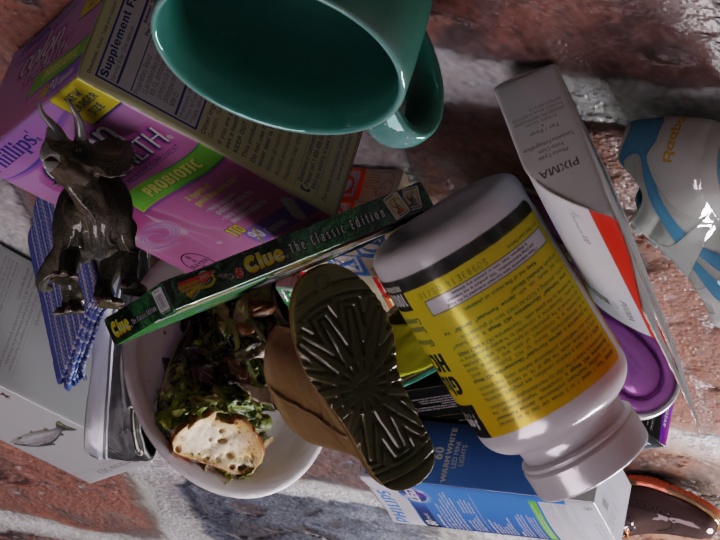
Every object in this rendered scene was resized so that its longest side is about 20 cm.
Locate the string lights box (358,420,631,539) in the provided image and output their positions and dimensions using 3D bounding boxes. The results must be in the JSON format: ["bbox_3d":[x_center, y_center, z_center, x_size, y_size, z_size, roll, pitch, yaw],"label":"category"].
[{"bbox_3d":[0.110,0.173,1.748,0.200,0.059,0.103,5,154,22],"label":"string lights box"}]

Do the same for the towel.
[{"bbox_3d":[-0.221,-0.006,1.632,0.024,0.145,0.200,-9,160,-19],"label":"towel"}]

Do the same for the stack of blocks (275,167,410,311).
[{"bbox_3d":[0.000,0.000,1.591,0.115,0.059,0.200,4,151,21],"label":"stack of blocks"}]

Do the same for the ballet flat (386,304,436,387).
[{"bbox_3d":[0.092,0.019,1.522,0.200,0.067,0.067,-23,-169,1],"label":"ballet flat"}]

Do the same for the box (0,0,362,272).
[{"bbox_3d":[-0.128,-0.093,1.443,0.200,0.097,0.176,29,151,-22],"label":"box"}]

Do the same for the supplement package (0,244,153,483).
[{"bbox_3d":[-0.270,0.084,1.839,0.200,0.118,0.117,30,150,-26],"label":"supplement package"}]

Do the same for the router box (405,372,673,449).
[{"bbox_3d":[0.128,0.101,1.721,0.200,0.051,0.149,-12,144,44],"label":"router box"}]

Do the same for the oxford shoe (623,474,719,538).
[{"bbox_3d":[0.216,0.219,1.875,0.200,0.073,0.071,7,151,17],"label":"oxford shoe"}]

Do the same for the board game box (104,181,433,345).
[{"bbox_3d":[-0.058,-0.005,1.373,0.105,0.200,0.024,-24,89,59],"label":"board game box"}]

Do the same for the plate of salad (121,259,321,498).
[{"bbox_3d":[-0.092,0.072,1.625,0.200,0.200,0.048,32,146,-28],"label":"plate of salad"}]

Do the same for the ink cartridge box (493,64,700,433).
[{"bbox_3d":[0.150,-0.008,1.345,0.047,0.200,0.160,-21,143,9],"label":"ink cartridge box"}]

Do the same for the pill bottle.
[{"bbox_3d":[0.103,0.047,1.406,0.112,0.112,0.200,-22,103,51],"label":"pill bottle"}]

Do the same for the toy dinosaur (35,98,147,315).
[{"bbox_3d":[-0.174,-0.029,1.397,0.077,0.103,0.200,5,163,-5],"label":"toy dinosaur"}]

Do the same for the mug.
[{"bbox_3d":[-0.030,-0.159,1.242,0.152,0.115,0.185,8,153,14],"label":"mug"}]

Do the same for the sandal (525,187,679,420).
[{"bbox_3d":[0.150,0.016,1.469,0.203,0.082,0.050,44,171,-5],"label":"sandal"}]

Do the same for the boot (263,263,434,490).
[{"bbox_3d":[-0.030,0.066,1.518,0.200,0.066,0.175,23,135,69],"label":"boot"}]

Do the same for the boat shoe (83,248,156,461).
[{"bbox_3d":[-0.181,0.060,1.711,0.056,0.069,0.200,11,111,6],"label":"boat shoe"}]

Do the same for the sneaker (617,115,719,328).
[{"bbox_3d":[0.224,-0.032,1.399,0.081,0.077,0.200,10,147,28],"label":"sneaker"}]
